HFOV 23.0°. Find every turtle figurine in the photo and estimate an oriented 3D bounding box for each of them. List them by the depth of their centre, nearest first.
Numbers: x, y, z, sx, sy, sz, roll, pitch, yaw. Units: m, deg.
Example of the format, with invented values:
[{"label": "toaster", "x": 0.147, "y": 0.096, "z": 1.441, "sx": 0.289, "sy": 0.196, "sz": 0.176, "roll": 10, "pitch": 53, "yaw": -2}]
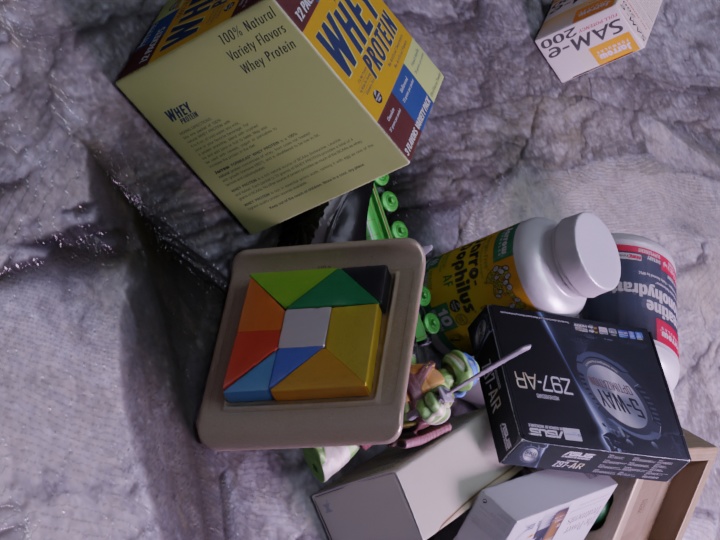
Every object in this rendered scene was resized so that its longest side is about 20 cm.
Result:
[{"label": "turtle figurine", "x": 0.019, "y": 0.088, "z": 1.576, "sx": 0.194, "sy": 0.200, "sz": 0.144, "roll": -27, "pitch": 73, "yaw": -19}]

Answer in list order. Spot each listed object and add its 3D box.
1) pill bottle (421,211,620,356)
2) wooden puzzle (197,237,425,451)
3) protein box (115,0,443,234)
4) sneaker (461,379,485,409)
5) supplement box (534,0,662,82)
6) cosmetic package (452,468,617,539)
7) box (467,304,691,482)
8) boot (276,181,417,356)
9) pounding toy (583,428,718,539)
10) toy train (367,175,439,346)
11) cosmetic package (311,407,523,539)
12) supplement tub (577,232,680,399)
[{"label": "pill bottle", "x": 0.162, "y": 0.012, "z": 1.817, "sx": 0.113, "sy": 0.200, "sz": 0.113, "roll": 28, "pitch": 51, "yaw": -42}, {"label": "wooden puzzle", "x": -0.043, "y": 0.059, "z": 1.542, "sx": 0.037, "sy": 0.185, "sz": 0.200, "roll": 63, "pitch": 29, "yaw": -51}, {"label": "protein box", "x": -0.071, "y": -0.174, "z": 1.612, "sx": 0.200, "sy": 0.198, "sz": 0.135, "roll": 48, "pitch": 39, "yaw": -25}, {"label": "sneaker", "x": 0.156, "y": 0.139, "z": 1.853, "sx": 0.200, "sy": 0.073, "sz": 0.071, "roll": 18, "pitch": 55, "yaw": -48}, {"label": "supplement box", "x": 0.314, "y": -0.340, "z": 2.272, "sx": 0.074, "sy": 0.126, "sz": 0.200, "roll": 53, "pitch": 37, "yaw": -21}, {"label": "cosmetic package", "x": 0.152, "y": 0.267, "z": 1.717, "sx": 0.052, "sy": 0.151, "sz": 0.200, "roll": 41, "pitch": 27, "yaw": 26}, {"label": "box", "x": 0.213, "y": 0.121, "z": 1.737, "sx": 0.200, "sy": 0.044, "sz": 0.160, "roll": 10, "pitch": 49, "yaw": -26}, {"label": "boot", "x": -0.002, "y": 0.001, "z": 1.710, "sx": 0.158, "sy": 0.079, "sz": 0.211, "roll": 39, "pitch": 54, "yaw": -24}, {"label": "pounding toy", "x": 0.252, "y": 0.214, "z": 1.861, "sx": 0.200, "sy": 0.142, "sz": 0.184, "roll": 6, "pitch": 108, "yaw": -51}, {"label": "toy train", "x": 0.025, "y": -0.015, "z": 1.795, "sx": 0.056, "sy": 0.042, "sz": 0.200, "roll": -16, "pitch": 85, "yaw": -44}, {"label": "cosmetic package", "x": 0.057, "y": 0.199, "z": 1.666, "sx": 0.200, "sy": 0.103, "sz": 0.073, "roll": -26, "pitch": 94, "yaw": -54}, {"label": "supplement tub", "x": 0.290, "y": 0.072, "z": 2.007, "sx": 0.140, "sy": 0.140, "sz": 0.200, "roll": 34, "pitch": 47, "yaw": -38}]
